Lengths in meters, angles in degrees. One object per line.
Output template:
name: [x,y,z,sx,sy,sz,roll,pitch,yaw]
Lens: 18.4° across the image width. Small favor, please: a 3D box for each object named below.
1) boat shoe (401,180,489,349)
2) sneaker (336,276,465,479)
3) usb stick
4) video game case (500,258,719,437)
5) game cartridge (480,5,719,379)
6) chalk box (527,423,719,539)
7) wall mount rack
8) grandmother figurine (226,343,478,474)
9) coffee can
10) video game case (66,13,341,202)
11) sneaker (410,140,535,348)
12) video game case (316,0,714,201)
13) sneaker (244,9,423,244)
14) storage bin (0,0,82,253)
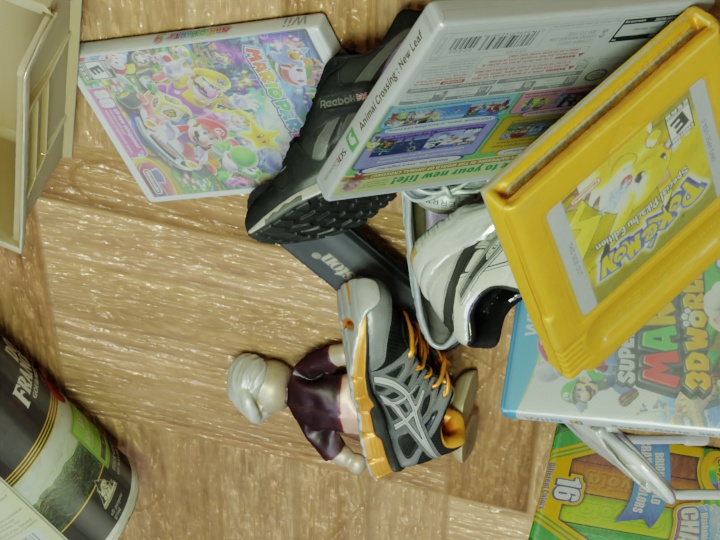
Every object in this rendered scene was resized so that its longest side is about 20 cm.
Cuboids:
boat shoe: [0.062,-0.035,1.503,0.074,0.065,0.203,12,137,9]
sneaker: [0.028,0.071,1.592,0.076,0.079,0.201,-9,142,4]
usb stick: [0.000,0.000,1.586,0.055,0.033,0.200,-16,136,41]
video game case: [0.199,0.036,1.473,0.198,0.144,0.018,4,160,19]
game cartridge: [0.167,-0.040,1.366,0.032,0.176,0.200,41,167,38]
chalk box: [0.235,0.213,1.685,0.198,0.125,0.124,7,141,14]
wall mount rack: [0.203,0.112,1.573,0.174,0.075,0.200,46,177,-26]
grandmother figurine: [-0.010,0.102,1.714,0.198,0.061,0.122,10,114,16]
coffee can: [-0.297,0.148,1.812,0.145,0.147,0.200,-14,132,35]
video game case: [-0.088,-0.108,1.520,0.198,0.018,0.144,-4,136,26]
sneaker: [0.123,-0.025,1.418,0.075,0.088,0.200,8,139,-48]
video game case: [0.091,-0.109,1.347,0.198,0.022,0.182,-9,153,-30]
sneaker: [-0.004,-0.093,1.443,0.199,0.088,0.075,-35,155,31]
storage bin: [-0.296,-0.140,1.494,0.198,0.094,0.199,22,143,6]
